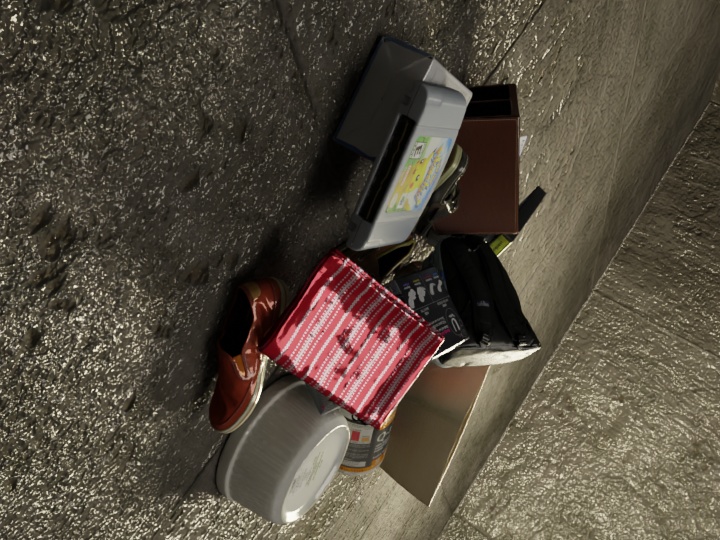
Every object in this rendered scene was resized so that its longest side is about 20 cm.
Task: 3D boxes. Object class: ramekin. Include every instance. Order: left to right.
[{"bbox_3d":[-0.101,0.262,1.202,0.200,0.104,0.201,-47,155,-30],"label":"ramekin"}]

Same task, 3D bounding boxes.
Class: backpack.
[{"bbox_3d":[0.160,0.043,1.267,0.161,0.203,0.154,-1,158,-25],"label":"backpack"}]

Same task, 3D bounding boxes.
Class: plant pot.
[{"bbox_3d":[0.099,0.253,1.502,0.200,0.175,0.202,-47,157,-59],"label":"plant pot"}]

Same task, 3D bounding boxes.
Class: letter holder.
[{"bbox_3d":[0.166,-0.163,1.270,0.101,0.140,0.202,-82,167,-51],"label":"letter holder"}]

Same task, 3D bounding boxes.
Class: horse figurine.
[{"bbox_3d":[0.083,0.046,1.348,0.133,0.049,0.201,59,33,-25],"label":"horse figurine"}]

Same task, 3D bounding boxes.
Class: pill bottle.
[{"bbox_3d":[-0.001,0.226,1.362,0.116,0.116,0.202,-38,149,-43],"label":"pill bottle"}]

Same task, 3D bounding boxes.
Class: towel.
[{"bbox_3d":[-0.006,0.084,0.981,0.199,0.022,0.145,38,90,-27],"label":"towel"}]

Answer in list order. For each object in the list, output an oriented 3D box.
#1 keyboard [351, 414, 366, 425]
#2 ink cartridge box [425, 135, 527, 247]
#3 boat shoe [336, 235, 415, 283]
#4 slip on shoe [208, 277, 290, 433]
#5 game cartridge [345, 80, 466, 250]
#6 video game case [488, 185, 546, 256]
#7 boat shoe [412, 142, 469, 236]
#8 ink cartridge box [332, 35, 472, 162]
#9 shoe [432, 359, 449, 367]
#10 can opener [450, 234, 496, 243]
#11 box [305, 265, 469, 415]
[{"bbox_3d":[0.053,0.172,1.218,0.103,0.040,0.200,-33,-175,25],"label":"keyboard"},{"bbox_3d":[0.203,-0.143,1.453,0.199,0.047,0.200,-22,135,-59],"label":"ink cartridge box"},{"bbox_3d":[0.000,0.000,1.152,0.200,0.068,0.072,-47,155,-29],"label":"boat shoe"},{"bbox_3d":[-0.142,0.098,0.979,0.061,0.074,0.202,5,115,-41],"label":"slip on shoe"},{"bbox_3d":[0.057,-0.119,0.984,0.133,0.040,0.202,-19,136,-63],"label":"game cartridge"},{"bbox_3d":[0.227,-0.045,1.450,0.181,0.025,0.200,-49,178,39],"label":"video game case"},{"bbox_3d":[0.107,-0.106,1.165,0.201,0.065,0.072,-47,-160,59],"label":"boat shoe"},{"bbox_3d":[0.062,-0.189,1.048,0.138,0.076,0.199,-62,157,9],"label":"ink cartridge box"},{"bbox_3d":[0.177,0.085,1.427,0.201,0.071,0.091,-54,178,-18],"label":"shoe"},{"bbox_3d":[0.206,-0.082,1.403,0.200,0.078,0.064,-42,145,-53],"label":"can opener"},{"bbox_3d":[0.024,0.096,1.140,0.199,0.116,0.132,-32,172,30],"label":"box"}]
